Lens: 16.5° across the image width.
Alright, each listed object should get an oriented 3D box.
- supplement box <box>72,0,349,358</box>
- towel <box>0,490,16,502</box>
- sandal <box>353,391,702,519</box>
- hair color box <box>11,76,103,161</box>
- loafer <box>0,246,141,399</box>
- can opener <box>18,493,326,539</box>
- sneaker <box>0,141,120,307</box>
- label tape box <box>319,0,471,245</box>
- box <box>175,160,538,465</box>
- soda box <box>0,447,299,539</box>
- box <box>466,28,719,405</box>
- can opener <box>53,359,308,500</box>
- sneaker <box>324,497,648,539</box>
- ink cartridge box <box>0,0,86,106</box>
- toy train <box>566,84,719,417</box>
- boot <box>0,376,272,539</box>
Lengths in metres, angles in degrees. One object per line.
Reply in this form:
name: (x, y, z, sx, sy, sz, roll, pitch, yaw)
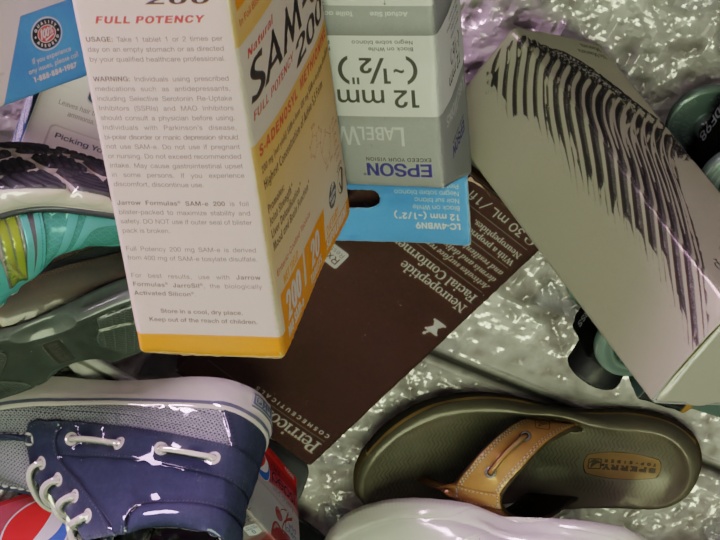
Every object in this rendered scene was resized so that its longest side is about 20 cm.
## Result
supplement box: (-0.062, -0.078, 1.099, 0.073, 0.126, 0.201, 2, 123, 15)
towel: (-0.249, 0.038, 1.364, 0.200, 0.024, 0.147, 31, 99, -16)
sandal: (0.096, 0.118, 1.413, 0.199, 0.055, 0.082, 4, 122, -2)
hair color box: (-0.119, -0.086, 1.285, 0.100, 0.061, 0.200, 18, 121, -13)
loafer: (-0.177, 0.022, 1.275, 0.199, 0.063, 0.072, -15, 149, 1)
can opener: (-0.114, 0.156, 1.446, 0.199, 0.079, 0.063, 24, 151, -8)
sneaker: (-0.185, -0.016, 1.215, 0.199, 0.077, 0.080, -7, 113, -26)
label tape box: (-0.024, -0.086, 1.199, 0.143, 0.066, 0.201, 3, 121, 12)
box: (0.000, 0.000, 1.332, 0.100, 0.075, 0.200, 35, 118, -20)
soda box: (-0.135, 0.151, 1.363, 0.199, 0.064, 0.070, -19, 138, 17)
box: (0.131, -0.028, 1.235, 0.082, 0.200, 0.068, 4, 132, -49)
can opener: (-0.104, 0.065, 1.370, 0.200, 0.067, 0.053, 33, 161, -38)
sneaker: (0.063, 0.182, 1.387, 0.199, 0.089, 0.075, 1, 149, 27)
ink cartridge box: (-0.212, -0.173, 1.179, 0.068, 0.115, 0.201, 1, 109, 43)
toy train: (0.191, -0.011, 1.321, 0.114, 0.085, 0.200, 18, 119, -26)
boot: (-0.146, 0.109, 1.301, 0.199, 0.091, 0.073, -7, 139, 24)
